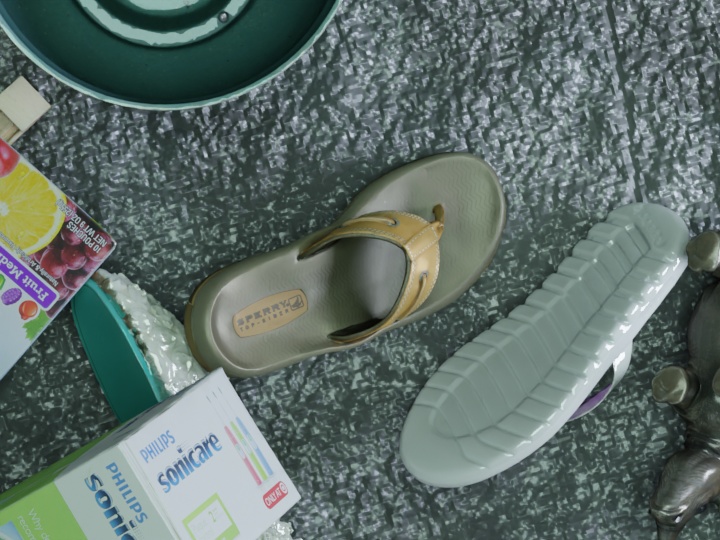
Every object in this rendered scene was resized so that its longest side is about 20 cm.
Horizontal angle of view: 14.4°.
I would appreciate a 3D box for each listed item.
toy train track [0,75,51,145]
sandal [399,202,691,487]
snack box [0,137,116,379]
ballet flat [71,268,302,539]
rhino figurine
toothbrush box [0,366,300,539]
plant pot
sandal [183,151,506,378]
[{"bbox_3d":[-0.246,-0.028,1.522,0.200,0.033,0.115,-44,93,-3],"label":"toy train track"},{"bbox_3d":[0.109,0.050,1.540,0.203,0.082,0.050,-43,136,-6],"label":"sandal"},{"bbox_3d":[-0.245,0.013,1.478,0.142,0.053,0.200,43,85,-18],"label":"snack box"},{"bbox_3d":[-0.090,0.086,1.527,0.072,0.072,0.200,-24,93,-5],"label":"ballet flat"},{"bbox_3d":[0.196,0.063,1.536,0.060,0.087,0.200,16,89,25],"label":"rhino figurine"},{"bbox_3d":[-0.151,0.144,1.438,0.200,0.146,0.086,-31,92,21],"label":"toothbrush box"},{"bbox_3d":[-0.103,-0.178,1.485,0.200,0.134,0.200,0,89,-5],"label":"plant pot"},{"bbox_3d":[0.000,0.000,1.516,0.200,0.054,0.080,-26,96,-24],"label":"sandal"}]
